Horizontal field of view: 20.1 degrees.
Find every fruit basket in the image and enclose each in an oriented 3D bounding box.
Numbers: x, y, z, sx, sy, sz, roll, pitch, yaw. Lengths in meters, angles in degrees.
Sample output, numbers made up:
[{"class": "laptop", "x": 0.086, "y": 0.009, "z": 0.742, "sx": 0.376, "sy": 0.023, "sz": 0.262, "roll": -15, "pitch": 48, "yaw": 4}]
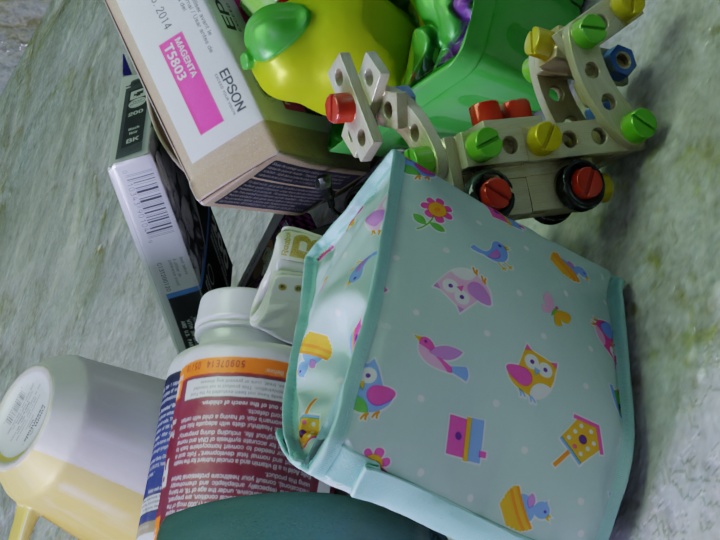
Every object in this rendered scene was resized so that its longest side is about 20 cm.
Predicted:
[{"class": "fruit basket", "x": 0.021, "y": -0.160, "z": 1.365, "sx": 0.215, "sy": 0.215, "sz": 0.156, "roll": -31, "pitch": 40, "yaw": 59}]

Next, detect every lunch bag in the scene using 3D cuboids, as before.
[{"class": "lunch bag", "x": 0.050, "y": 0.064, "z": 1.067, "sx": 0.122, "sy": 0.170, "sz": 0.201, "roll": -49, "pitch": 23, "yaw": 38}]

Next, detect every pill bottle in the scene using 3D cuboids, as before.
[{"class": "pill bottle", "x": -0.074, "y": 0.156, "z": 1.312, "sx": 0.114, "sy": 0.114, "sz": 0.201, "roll": -30, "pitch": 47, "yaw": 60}, {"class": "pill bottle", "x": -0.090, "y": 0.119, "z": 1.446, "sx": 0.111, "sy": 0.111, "sz": 0.201, "roll": -33, "pitch": 44, "yaw": 58}]

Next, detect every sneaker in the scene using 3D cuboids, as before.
[{"class": "sneaker", "x": 0.000, "y": 0.000, "z": 1.366, "sx": 0.200, "sy": 0.115, "sz": 0.074, "roll": -46, "pitch": 26, "yaw": 42}]

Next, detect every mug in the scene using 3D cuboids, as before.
[{"class": "mug", "x": -0.192, "y": 0.151, "z": 1.512, "sx": 0.149, "sy": 0.153, "sz": 0.187, "roll": -33, "pitch": 43, "yaw": 36}]

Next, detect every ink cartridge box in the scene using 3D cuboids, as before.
[{"class": "ink cartridge box", "x": -0.091, "y": -0.145, "z": 1.458, "sx": 0.075, "sy": 0.165, "sz": 0.201, "roll": -30, "pitch": 78, "yaw": 20}, {"class": "ink cartridge box", "x": -0.152, "y": -0.055, "z": 1.656, "sx": 0.043, "sy": 0.199, "sz": 0.200, "roll": -15, "pitch": 32, "yaw": 6}]

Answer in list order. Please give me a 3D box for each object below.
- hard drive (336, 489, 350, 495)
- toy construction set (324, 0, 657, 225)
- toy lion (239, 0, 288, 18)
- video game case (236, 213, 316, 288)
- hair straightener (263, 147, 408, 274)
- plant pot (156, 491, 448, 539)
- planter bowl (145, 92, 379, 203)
[{"class": "hard drive", "x": 0.045, "y": 0.079, "z": 1.288, "sx": 0.200, "sy": 0.027, "sz": 0.132, "roll": -49, "pitch": 25, "yaw": 41}, {"class": "toy construction set", "x": 0.082, "y": -0.090, "z": 1.169, "sx": 0.092, "sy": 0.199, "sz": 0.132, "roll": 139, "pitch": 121, "yaw": -74}, {"class": "toy lion", "x": -0.004, "y": -0.240, "z": 1.428, "sx": 0.192, "sy": 0.069, "sz": 0.200, "roll": -43, "pitch": -3, "yaw": 5}, {"class": "video game case", "x": -0.075, "y": 0.060, "z": 1.614, "sx": 0.182, "sy": 0.036, "sz": 0.200, "roll": -62, "pitch": 19, "yaw": 14}, {"class": "hair straightener", "x": -0.003, "y": -0.035, "z": 1.423, "sx": 0.200, "sy": 0.077, "sz": 0.041, "roll": -24, "pitch": 29, "yaw": 46}, {"class": "plant pot", "x": -0.006, "y": 0.201, "z": 1.084, "sx": 0.134, "sy": 0.201, "sz": 0.200, "roll": -22, "pitch": 32, "yaw": 9}, {"class": "planter bowl", "x": -0.061, "y": -0.135, "z": 1.611, "sx": 0.135, "sy": 0.199, "sz": 0.201, "roll": 68, "pitch": -138, "yaw": -78}]
